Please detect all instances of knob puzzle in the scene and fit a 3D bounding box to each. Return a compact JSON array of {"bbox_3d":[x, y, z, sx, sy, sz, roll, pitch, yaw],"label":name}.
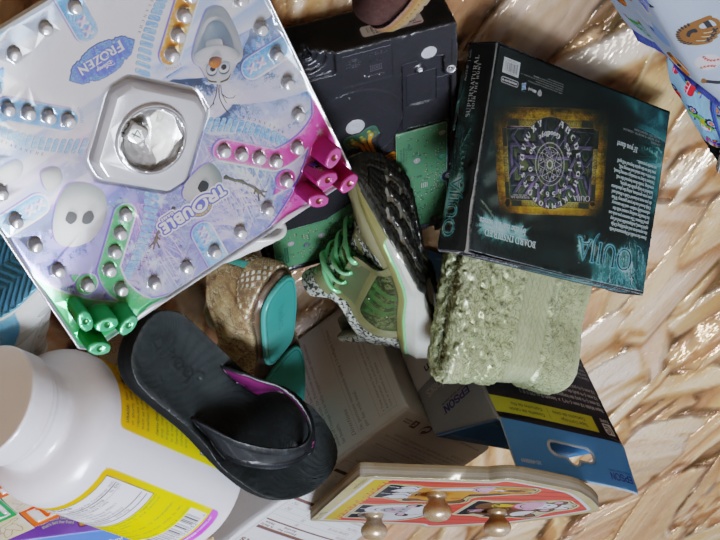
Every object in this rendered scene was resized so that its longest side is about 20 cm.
[{"bbox_3d":[0.077,0.173,1.102,0.219,0.031,0.220,-1,161,0],"label":"knob puzzle"}]

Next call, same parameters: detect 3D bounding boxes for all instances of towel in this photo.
[{"bbox_3d":[0.115,-0.015,1.063,0.148,0.036,0.200,9,93,-44],"label":"towel"}]

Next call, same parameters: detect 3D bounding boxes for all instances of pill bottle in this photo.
[{"bbox_3d":[-0.174,0.115,1.015,0.104,0.104,0.200,-35,143,17],"label":"pill bottle"}]

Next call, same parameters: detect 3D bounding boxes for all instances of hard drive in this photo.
[{"bbox_3d":[-0.007,-0.085,1.004,0.139,0.038,0.200,-16,143,-8],"label":"hard drive"}]

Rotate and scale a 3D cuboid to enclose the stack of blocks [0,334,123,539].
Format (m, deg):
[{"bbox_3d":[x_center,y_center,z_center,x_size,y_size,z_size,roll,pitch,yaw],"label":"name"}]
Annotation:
[{"bbox_3d":[-0.234,0.130,1.144,0.200,0.059,0.115,-24,145,2],"label":"stack of blocks"}]

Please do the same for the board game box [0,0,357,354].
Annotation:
[{"bbox_3d":[-0.118,-0.074,0.872,0.200,0.026,0.200,-34,125,-11],"label":"board game box"}]

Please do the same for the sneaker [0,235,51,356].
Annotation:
[{"bbox_3d":[-0.237,0.026,1.004,0.081,0.077,0.200,9,141,-46],"label":"sneaker"}]

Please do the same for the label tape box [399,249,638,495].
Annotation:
[{"bbox_3d":[0.110,0.089,1.152,0.143,0.200,0.066,16,132,-41],"label":"label tape box"}]

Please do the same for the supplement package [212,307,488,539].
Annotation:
[{"bbox_3d":[-0.022,0.132,1.210,0.200,0.117,0.117,-37,142,20],"label":"supplement package"}]

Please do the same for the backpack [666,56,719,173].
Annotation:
[{"bbox_3d":[0.313,-0.127,1.040,0.182,0.135,0.200,-34,140,15],"label":"backpack"}]

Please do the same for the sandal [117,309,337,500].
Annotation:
[{"bbox_3d":[-0.077,0.097,1.016,0.048,0.075,0.200,-1,150,44],"label":"sandal"}]

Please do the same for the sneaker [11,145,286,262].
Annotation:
[{"bbox_3d":[-0.123,-0.051,0.936,0.088,0.075,0.200,-3,167,34],"label":"sneaker"}]

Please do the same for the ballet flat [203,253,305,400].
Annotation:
[{"bbox_3d":[-0.078,0.054,1.092,0.071,0.065,0.200,-47,154,-36],"label":"ballet flat"}]

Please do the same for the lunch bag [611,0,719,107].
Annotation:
[{"bbox_3d":[0.233,-0.221,0.890,0.200,0.124,0.170,-43,142,4],"label":"lunch bag"}]

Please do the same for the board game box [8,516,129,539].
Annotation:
[{"bbox_3d":[-0.239,0.236,1.291,0.200,0.045,0.135,-4,141,-24],"label":"board game box"}]

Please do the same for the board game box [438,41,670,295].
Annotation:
[{"bbox_3d":[0.134,-0.063,1.026,0.028,0.136,0.200,6,176,44],"label":"board game box"}]

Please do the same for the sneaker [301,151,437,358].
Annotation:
[{"bbox_3d":[0.000,0.000,1.037,0.088,0.077,0.200,-7,141,9],"label":"sneaker"}]

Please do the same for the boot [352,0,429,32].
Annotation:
[{"bbox_3d":[-0.024,-0.218,0.817,0.166,0.072,0.200,6,139,-16],"label":"boot"}]
